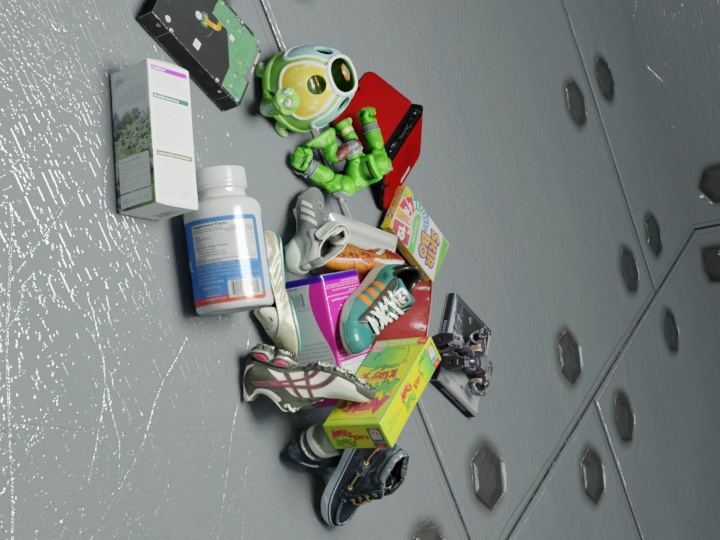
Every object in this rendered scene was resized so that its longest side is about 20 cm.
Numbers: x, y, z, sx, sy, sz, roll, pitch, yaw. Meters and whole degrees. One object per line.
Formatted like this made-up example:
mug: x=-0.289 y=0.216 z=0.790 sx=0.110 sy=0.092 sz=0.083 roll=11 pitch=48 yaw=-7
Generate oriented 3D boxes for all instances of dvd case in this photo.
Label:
dvd case: x=0.200 y=0.166 z=1.985 sx=0.150 sy=0.025 sz=0.200 roll=46 pitch=47 yaw=-38

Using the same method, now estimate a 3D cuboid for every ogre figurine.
ogre figurine: x=-0.022 y=-0.190 z=1.704 sx=0.120 sy=0.098 sz=0.200 roll=57 pitch=33 yaw=-4

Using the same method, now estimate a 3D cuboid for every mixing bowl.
mixing bowl: x=0.052 y=0.104 z=1.687 sx=0.200 sy=0.108 sz=0.201 roll=-170 pitch=-90 yaw=-90

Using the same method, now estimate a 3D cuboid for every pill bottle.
pill bottle: x=-0.190 y=-0.042 z=1.422 sx=0.112 sy=0.112 sz=0.201 roll=-1 pitch=81 yaw=-55

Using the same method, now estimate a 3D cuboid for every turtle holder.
turtle holder: x=-0.090 y=-0.300 z=1.619 sx=0.185 sy=0.131 sz=0.141 roll=6 pitch=76 yaw=-54

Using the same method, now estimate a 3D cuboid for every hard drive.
hard drive: x=-0.235 y=-0.356 z=1.513 sx=0.200 sy=0.038 sz=0.140 roll=45 pitch=47 yaw=-37

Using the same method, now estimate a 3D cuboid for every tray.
tray: x=-0.001 y=-0.027 z=1.726 sx=0.200 sy=0.022 sz=0.108 roll=17 pitch=91 yaw=-51

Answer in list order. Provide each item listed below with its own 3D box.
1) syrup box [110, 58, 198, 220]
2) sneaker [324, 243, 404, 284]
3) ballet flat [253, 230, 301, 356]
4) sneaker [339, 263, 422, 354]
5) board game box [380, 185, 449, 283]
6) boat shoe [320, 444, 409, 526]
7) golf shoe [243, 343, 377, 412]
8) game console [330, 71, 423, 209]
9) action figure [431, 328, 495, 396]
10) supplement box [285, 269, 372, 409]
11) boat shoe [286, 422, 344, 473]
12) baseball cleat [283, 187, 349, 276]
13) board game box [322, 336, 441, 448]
syrup box: x=-0.279 y=-0.176 z=1.363 sx=0.081 sy=0.079 sz=0.201 roll=8 pitch=74 yaw=-53
sneaker: x=0.000 y=0.000 z=1.666 sx=0.200 sy=0.073 sz=0.077 roll=11 pitch=106 yaw=-48
ballet flat: x=-0.140 y=0.039 z=1.527 sx=0.062 sy=0.067 sz=0.201 roll=-9 pitch=83 yaw=-27
sneaker: x=0.034 y=0.051 z=1.558 sx=0.071 sy=0.080 sz=0.200 roll=60 pitch=38 yaw=-26
board game box: x=0.109 y=-0.060 z=1.900 sx=0.200 sy=0.030 sz=0.096 roll=52 pitch=52 yaw=-43
boat shoe: x=0.006 y=0.330 z=1.526 sx=0.071 sy=0.091 sz=0.201 roll=-10 pitch=129 yaw=-45
golf shoe: x=-0.075 y=0.170 z=1.468 sx=0.077 sy=0.199 sz=0.088 roll=39 pitch=66 yaw=-75
game console: x=0.031 y=-0.242 z=1.873 sx=0.200 sy=0.118 sz=0.173 roll=-59 pitch=158 yaw=-44
action figure: x=0.210 y=0.173 z=1.919 sx=0.200 sy=0.069 sz=0.130 roll=24 pitch=52 yaw=-54
supplement box: x=-0.052 y=0.108 z=1.580 sx=0.103 sy=0.101 sz=0.201 roll=-9 pitch=89 yaw=-56
boat shoe: x=-0.042 y=0.280 z=1.576 sx=0.200 sy=0.062 sz=0.075 roll=12 pitch=53 yaw=-61
baseball cleat: x=-0.060 y=-0.067 z=1.592 sx=0.070 sy=0.106 sz=0.200 roll=57 pitch=28 yaw=-37
board game box: x=0.035 y=0.181 z=1.505 sx=0.200 sy=0.101 sz=0.048 roll=-54 pitch=127 yaw=-46
